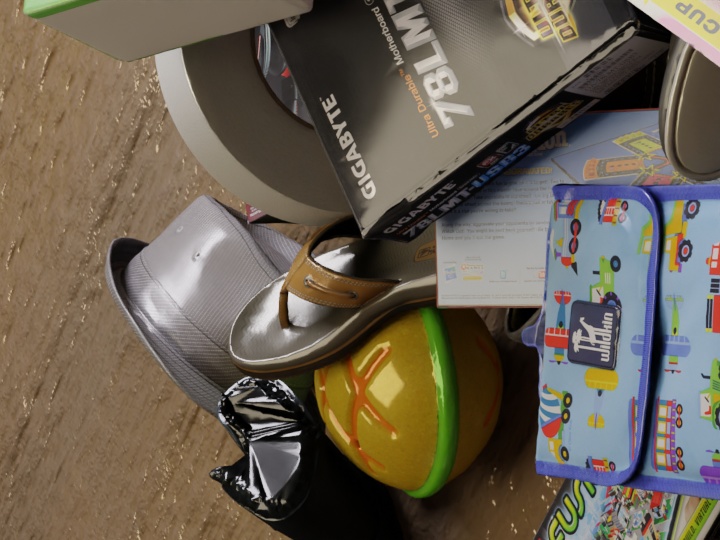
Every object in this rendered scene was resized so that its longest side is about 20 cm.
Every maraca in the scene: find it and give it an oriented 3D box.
[{"bbox_3d":[0.022,0.065,1.644,0.200,0.106,0.138,-175,83,-73],"label":"maraca"}]

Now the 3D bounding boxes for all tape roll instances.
[{"bbox_3d":[-0.024,-0.126,1.609,0.037,0.202,0.204,-24,71,57],"label":"tape roll"}]

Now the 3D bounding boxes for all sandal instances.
[{"bbox_3d":[0.000,0.000,1.562,0.199,0.055,0.082,-21,41,34],"label":"sandal"}]

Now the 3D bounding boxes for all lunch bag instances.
[{"bbox_3d":[0.160,0.032,1.371,0.200,0.094,0.151,2,91,48],"label":"lunch bag"}]

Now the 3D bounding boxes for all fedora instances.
[{"bbox_3d":[-0.074,0.020,1.776,0.090,0.177,0.200,-51,32,13],"label":"fedora"}]

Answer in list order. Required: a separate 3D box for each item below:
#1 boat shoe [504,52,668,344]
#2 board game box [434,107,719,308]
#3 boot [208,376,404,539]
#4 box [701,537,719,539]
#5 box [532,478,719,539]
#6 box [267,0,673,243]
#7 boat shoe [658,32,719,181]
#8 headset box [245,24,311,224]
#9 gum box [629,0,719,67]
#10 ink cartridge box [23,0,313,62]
[{"bbox_3d":[0.127,-0.042,1.488,0.073,0.065,0.201,42,127,52],"label":"boat shoe"},{"bbox_3d":[0.129,-0.032,1.440,0.199,0.019,0.103,0,93,31],"label":"board game box"},{"bbox_3d":[-0.018,0.173,1.655,0.076,0.168,0.201,-27,56,12],"label":"boot"},{"bbox_3d":[0.157,0.242,1.324,0.164,0.199,0.167,47,131,48],"label":"box"},{"bbox_3d":[0.156,0.132,1.482,0.110,0.035,0.200,60,141,39],"label":"box"},{"bbox_3d":[0.045,-0.149,1.442,0.198,0.050,0.201,-35,66,28],"label":"box"},{"bbox_3d":[0.193,-0.143,1.359,0.057,0.067,0.201,-133,60,-72],"label":"boat shoe"},{"bbox_3d":[-0.017,-0.122,1.721,0.149,0.075,0.201,-22,73,58],"label":"headset box"},{"bbox_3d":[0.192,-0.149,1.275,0.200,0.066,0.114,39,105,26],"label":"gum box"},{"bbox_3d":[-0.095,-0.230,1.483,0.145,0.084,0.201,-12,67,39],"label":"ink cartridge box"}]
